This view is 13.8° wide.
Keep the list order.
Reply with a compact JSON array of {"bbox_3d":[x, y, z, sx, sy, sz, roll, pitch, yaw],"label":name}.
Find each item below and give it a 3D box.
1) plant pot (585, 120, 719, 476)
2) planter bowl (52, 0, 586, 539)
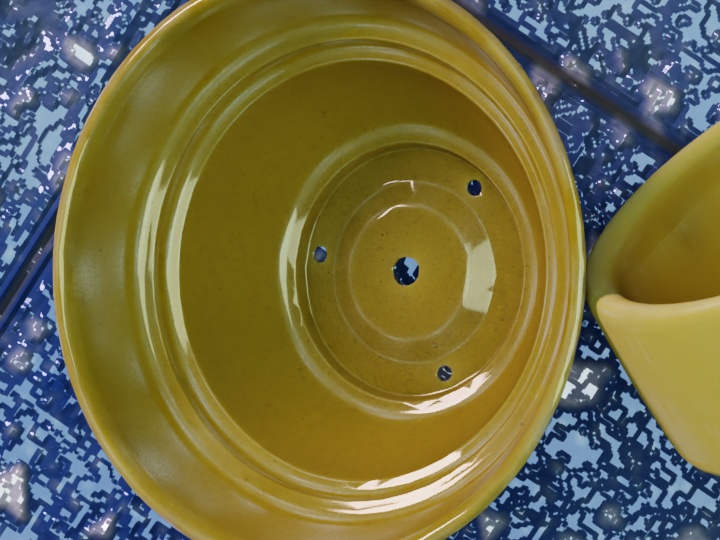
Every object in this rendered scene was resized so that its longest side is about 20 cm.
[{"bbox_3d":[0.202,0.034,0.958,0.200,0.201,0.190,-29,106,6],"label":"plant pot"},{"bbox_3d":[0.000,0.000,1.007,0.199,0.083,0.202,-1,88,27],"label":"planter bowl"}]
